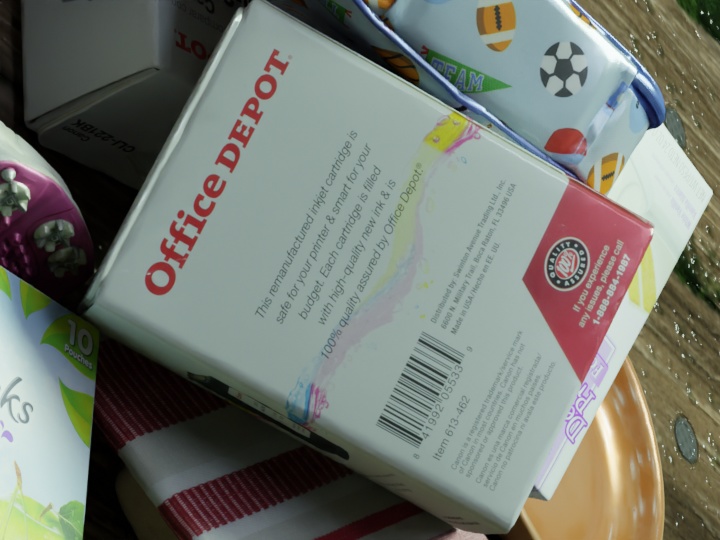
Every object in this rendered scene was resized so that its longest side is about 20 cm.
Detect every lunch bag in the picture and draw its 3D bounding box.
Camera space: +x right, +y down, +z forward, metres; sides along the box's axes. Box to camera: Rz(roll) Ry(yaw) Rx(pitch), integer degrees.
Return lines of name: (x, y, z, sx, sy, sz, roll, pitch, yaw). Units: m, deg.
lunch bag: (0.029, -0.109, 1.085, 0.200, 0.160, 0.076, 41, 81, -24)

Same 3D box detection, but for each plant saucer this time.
plant saucer: (0.110, 0.095, 1.394, 0.200, 0.037, 0.202, 35, 45, -44)

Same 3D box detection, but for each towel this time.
towel: (-0.037, 0.084, 1.055, 0.143, 0.023, 0.200, -16, 61, -47)

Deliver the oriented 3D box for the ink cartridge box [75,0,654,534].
ink cartridge box: (0.000, 0.000, 1.030, 0.199, 0.083, 0.147, 29, 79, -8)

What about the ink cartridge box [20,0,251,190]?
ink cartridge box: (-0.087, -0.143, 1.159, 0.144, 0.083, 0.202, 26, 52, -50)

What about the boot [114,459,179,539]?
boot: (-0.053, 0.192, 1.051, 0.200, 0.070, 0.147, 41, 51, -23)

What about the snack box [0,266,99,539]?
snack box: (-0.185, 0.048, 0.922, 0.200, 0.053, 0.143, 37, 43, -44)

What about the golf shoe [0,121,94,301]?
golf shoe: (-0.174, -0.057, 0.984, 0.200, 0.075, 0.092, 46, 21, -48)

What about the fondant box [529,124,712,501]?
fondant box: (0.084, -0.008, 1.232, 0.144, 0.058, 0.201, 48, 63, -35)
